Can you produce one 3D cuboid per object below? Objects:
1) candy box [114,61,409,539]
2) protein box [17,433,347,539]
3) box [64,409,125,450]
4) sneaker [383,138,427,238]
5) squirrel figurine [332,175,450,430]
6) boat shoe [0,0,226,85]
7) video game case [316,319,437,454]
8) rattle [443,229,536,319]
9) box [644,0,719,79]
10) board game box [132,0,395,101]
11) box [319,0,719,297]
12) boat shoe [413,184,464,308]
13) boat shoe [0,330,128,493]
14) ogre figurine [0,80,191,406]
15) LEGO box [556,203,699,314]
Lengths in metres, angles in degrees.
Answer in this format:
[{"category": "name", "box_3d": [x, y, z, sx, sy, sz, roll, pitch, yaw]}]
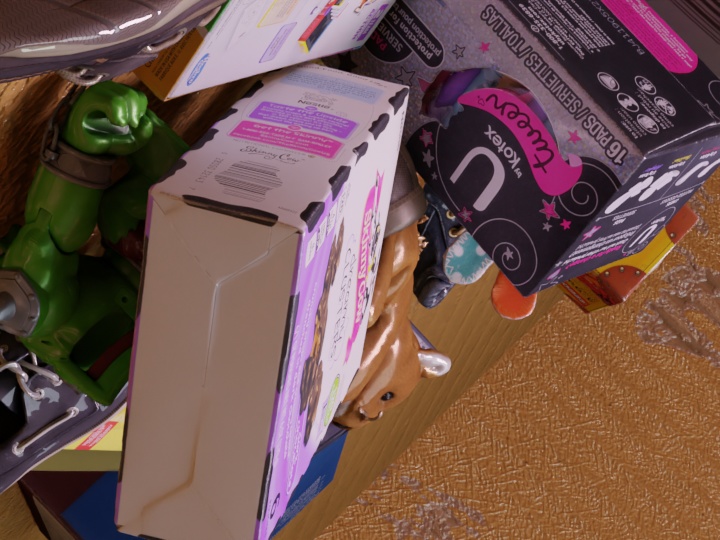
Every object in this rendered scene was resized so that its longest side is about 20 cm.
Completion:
[{"category": "candy box", "box_3d": [-0.043, 0.010, 0.830, 0.200, 0.071, 0.168, -59, 160, -63]}, {"category": "protein box", "box_3d": [-0.126, 0.148, 1.278, 0.198, 0.135, 0.200, -43, 169, -17]}, {"category": "box", "box_3d": [-0.161, 0.070, 1.079, 0.075, 0.050, 0.200, -47, 170, 1]}, {"category": "sneaker", "box_3d": [-0.062, -0.038, 0.970, 0.200, 0.076, 0.070, -16, -168, 20]}, {"category": "squirrel figurine", "box_3d": [0.000, 0.000, 1.119, 0.187, 0.141, 0.200, 59, 42, -48]}, {"category": "boat shoe", "box_3d": [-0.094, -0.100, 0.643, 0.200, 0.074, 0.073, -32, 163, -49]}, {"category": "video game case", "box_3d": [-0.038, 0.044, 1.211, 0.019, 0.143, 0.200, -48, 170, 33]}, {"category": "rattle", "box_3d": [0.123, -0.084, 1.110, 0.143, 0.130, 0.201, -35, 122, -63]}, {"category": "box", "box_3d": [0.223, -0.245, 1.000, 0.171, 0.200, 0.199, -38, 167, -32]}, {"category": "board game box", "box_3d": [-0.015, -0.160, 0.815, 0.153, 0.040, 0.200, -52, 169, 26]}, {"category": "box", "box_3d": [0.089, -0.103, 0.963, 0.132, 0.200, 0.115, -18, 152, -49]}, {"category": "boat shoe", "box_3d": [0.071, -0.058, 1.365, 0.071, 0.091, 0.200, -37, 166, -41]}, {"category": "boat shoe", "box_3d": [-0.178, 0.067, 0.943, 0.200, 0.073, 0.063, -42, 173, 5]}, {"category": "ogre figurine", "box_3d": [-0.120, -0.007, 0.833, 0.120, 0.098, 0.200, -56, -177, -11]}, {"category": "LEGO box", "box_3d": [0.120, -0.070, 1.197, 0.077, 0.200, 0.149, -45, 178, -5]}]
